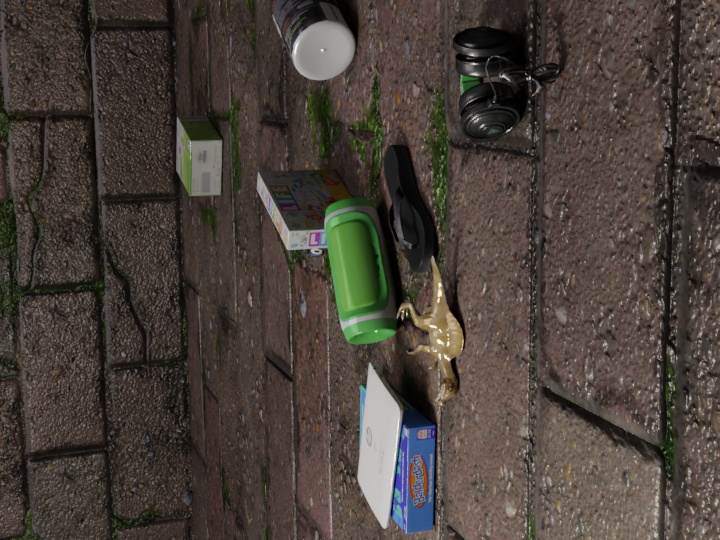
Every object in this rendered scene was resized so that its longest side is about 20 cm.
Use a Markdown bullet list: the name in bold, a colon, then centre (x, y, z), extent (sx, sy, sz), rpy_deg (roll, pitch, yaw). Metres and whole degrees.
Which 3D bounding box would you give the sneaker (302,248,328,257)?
- **sneaker**: centre (-0.064, -0.058, 1.799), extent (0.201, 0.072, 0.113), rpy_deg (-108, 19, -57)

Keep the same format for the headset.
- **headset**: centre (0.149, -0.204, 1.164), extent (0.200, 0.092, 0.126), rpy_deg (-129, 33, -84)

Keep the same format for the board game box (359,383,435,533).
- **board game box**: centre (0.049, 0.263, 1.551), extent (0.200, 0.044, 0.155), rpy_deg (-149, 58, -68)

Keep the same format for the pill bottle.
- **pill bottle**: centre (-0.082, -0.399, 1.716), extent (0.201, 0.105, 0.107), rpy_deg (-113, 27, -44)

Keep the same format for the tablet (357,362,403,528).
- **tablet**: centre (0.025, 0.247, 1.532), extent (0.130, 0.013, 0.203), rpy_deg (-128, 40, -59)

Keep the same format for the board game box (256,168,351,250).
- **board game box**: centre (-0.077, -0.100, 1.717), extent (0.201, 0.132, 0.035), rpy_deg (-121, 33, -52)

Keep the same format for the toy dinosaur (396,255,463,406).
- **toy dinosaur**: centre (0.098, 0.066, 1.382), extent (0.101, 0.058, 0.203), rpy_deg (16, 118, 54)

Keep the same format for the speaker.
- **speaker**: centre (0.000, 0.000, 1.575), extent (0.088, 0.087, 0.203), rpy_deg (131, 133, -64)

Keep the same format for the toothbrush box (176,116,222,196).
- **toothbrush box**: centre (-0.410, -0.292, 2.738), extent (0.200, 0.085, 0.148), rpy_deg (-125, 36, -59)

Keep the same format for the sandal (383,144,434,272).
- **sandal**: centre (0.055, -0.080, 1.469), extent (0.076, 0.042, 0.202), rpy_deg (112, 149, -52)
